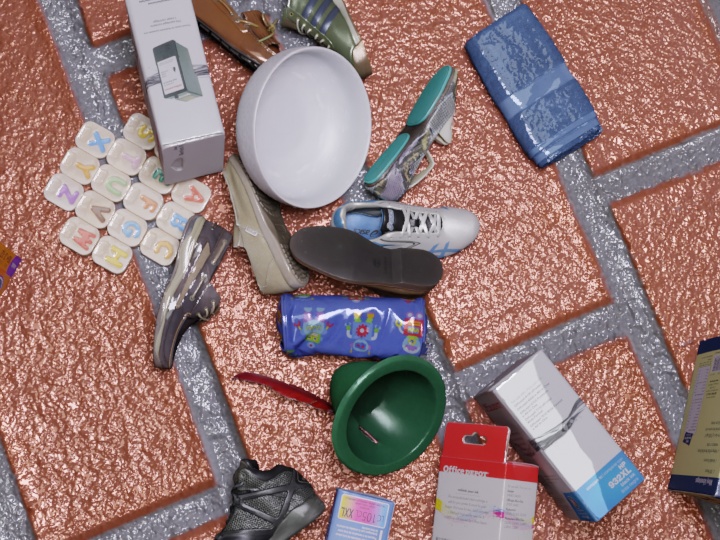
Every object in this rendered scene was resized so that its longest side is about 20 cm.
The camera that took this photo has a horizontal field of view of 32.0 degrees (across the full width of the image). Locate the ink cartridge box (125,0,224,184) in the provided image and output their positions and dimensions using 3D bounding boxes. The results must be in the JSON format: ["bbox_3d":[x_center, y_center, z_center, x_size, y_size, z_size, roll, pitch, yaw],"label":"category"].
[{"bbox_3d":[-0.232,-0.230,1.585,0.083,0.146,0.203,-13,78,-10],"label":"ink cartridge box"}]

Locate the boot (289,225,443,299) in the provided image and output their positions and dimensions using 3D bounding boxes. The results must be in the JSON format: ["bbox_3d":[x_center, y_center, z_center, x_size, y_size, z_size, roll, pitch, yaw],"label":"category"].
[{"bbox_3d":[0.000,0.000,1.594,0.197,0.076,0.074,14,61,-12],"label":"boot"}]

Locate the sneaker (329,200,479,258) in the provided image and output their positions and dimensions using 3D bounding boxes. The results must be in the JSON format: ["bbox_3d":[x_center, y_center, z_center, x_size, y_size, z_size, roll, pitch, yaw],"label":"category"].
[{"bbox_3d":[0.059,-0.055,1.622,0.197,0.073,0.073,0,80,-5],"label":"sneaker"}]

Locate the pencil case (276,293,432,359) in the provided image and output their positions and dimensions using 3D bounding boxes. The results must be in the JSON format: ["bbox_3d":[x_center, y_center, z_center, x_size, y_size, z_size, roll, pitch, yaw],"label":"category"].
[{"bbox_3d":[-0.009,0.074,1.596,0.197,0.078,0.088,3,99,-3],"label":"pencil case"}]

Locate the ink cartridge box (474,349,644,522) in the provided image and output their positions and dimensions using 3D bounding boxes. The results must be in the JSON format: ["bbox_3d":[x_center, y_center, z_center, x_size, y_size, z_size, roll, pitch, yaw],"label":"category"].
[{"bbox_3d":[0.242,0.206,1.555,0.083,0.145,0.201,-38,85,-8],"label":"ink cartridge box"}]

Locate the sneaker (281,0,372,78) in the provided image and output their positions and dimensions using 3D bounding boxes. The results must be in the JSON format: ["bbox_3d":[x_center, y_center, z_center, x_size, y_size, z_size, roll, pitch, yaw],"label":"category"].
[{"bbox_3d":[-0.060,-0.332,1.662,0.089,0.067,0.202,-23,81,-2],"label":"sneaker"}]

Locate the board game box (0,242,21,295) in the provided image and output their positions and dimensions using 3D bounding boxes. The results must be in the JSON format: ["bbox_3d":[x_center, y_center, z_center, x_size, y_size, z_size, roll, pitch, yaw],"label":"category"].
[{"bbox_3d":[-0.562,0.008,1.511,0.198,0.200,0.202,29,81,1],"label":"board game box"}]

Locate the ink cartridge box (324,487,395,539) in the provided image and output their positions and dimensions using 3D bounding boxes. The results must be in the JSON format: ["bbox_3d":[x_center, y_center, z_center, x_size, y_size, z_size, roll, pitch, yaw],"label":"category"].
[{"bbox_3d":[-0.015,0.370,1.520,0.075,0.137,0.203,11,81,0],"label":"ink cartridge box"}]

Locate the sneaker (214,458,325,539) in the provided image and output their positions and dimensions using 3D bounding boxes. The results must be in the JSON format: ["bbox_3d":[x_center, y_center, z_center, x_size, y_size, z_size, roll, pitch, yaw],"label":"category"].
[{"bbox_3d":[-0.151,0.310,1.555,0.198,0.076,0.115,-36,83,-11],"label":"sneaker"}]

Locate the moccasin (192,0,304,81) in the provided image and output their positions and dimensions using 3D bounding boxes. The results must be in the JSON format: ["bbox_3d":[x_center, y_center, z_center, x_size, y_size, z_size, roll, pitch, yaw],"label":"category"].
[{"bbox_3d":[-0.149,-0.317,1.653,0.201,0.074,0.078,39,89,12],"label":"moccasin"}]

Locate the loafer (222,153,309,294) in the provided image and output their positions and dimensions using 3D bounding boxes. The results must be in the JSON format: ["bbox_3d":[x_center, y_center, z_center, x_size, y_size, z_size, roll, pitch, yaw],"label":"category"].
[{"bbox_3d":[-0.135,-0.056,1.603,0.068,0.075,0.202,-31,70,18],"label":"loafer"}]

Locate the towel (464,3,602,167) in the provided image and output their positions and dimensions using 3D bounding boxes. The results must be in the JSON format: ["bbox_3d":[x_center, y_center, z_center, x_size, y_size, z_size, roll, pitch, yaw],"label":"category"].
[{"bbox_3d":[0.229,-0.244,1.671,0.111,0.049,0.202,-30,85,-7],"label":"towel"}]

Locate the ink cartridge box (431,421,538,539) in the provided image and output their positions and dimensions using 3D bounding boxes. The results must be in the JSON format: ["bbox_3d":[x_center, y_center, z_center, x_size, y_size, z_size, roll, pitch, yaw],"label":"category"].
[{"bbox_3d":[0.153,0.294,1.546,0.067,0.115,0.203,14,79,-40],"label":"ink cartridge box"}]

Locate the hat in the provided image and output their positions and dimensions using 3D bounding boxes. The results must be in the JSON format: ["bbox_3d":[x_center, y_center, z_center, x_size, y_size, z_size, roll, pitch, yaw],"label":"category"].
[{"bbox_3d":[-0.014,0.145,1.610,0.199,0.176,0.167,32,92,-41],"label":"hat"}]

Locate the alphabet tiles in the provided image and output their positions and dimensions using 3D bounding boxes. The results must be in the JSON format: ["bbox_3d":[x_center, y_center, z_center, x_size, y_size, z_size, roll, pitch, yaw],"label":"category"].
[{"bbox_3d":[-0.304,-0.101,1.636,0.194,0.015,0.202,30,81,1],"label":"alphabet tiles"}]

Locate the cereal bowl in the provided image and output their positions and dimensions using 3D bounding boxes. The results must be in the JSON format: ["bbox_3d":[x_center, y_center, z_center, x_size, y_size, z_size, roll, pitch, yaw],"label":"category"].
[{"bbox_3d":[-0.082,-0.184,1.599,0.198,0.083,0.203,-11,106,-40],"label":"cereal bowl"}]

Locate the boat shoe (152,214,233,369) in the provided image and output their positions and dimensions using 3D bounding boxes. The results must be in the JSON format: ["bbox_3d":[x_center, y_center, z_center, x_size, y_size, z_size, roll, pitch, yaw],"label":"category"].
[{"bbox_3d":[-0.212,0.032,1.592,0.072,0.074,0.203,16,85,-5],"label":"boat shoe"}]

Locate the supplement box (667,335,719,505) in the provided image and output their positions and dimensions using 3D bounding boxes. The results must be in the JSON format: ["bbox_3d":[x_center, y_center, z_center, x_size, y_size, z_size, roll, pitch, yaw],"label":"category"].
[{"bbox_3d":[0.487,0.193,1.544,0.132,0.200,0.203,15,82,0],"label":"supplement box"}]

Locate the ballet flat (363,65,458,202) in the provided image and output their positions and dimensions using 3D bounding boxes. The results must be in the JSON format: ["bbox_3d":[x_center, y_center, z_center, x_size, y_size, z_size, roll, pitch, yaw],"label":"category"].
[{"bbox_3d":[0.081,-0.173,1.651,0.072,0.072,0.201,34,81,2],"label":"ballet flat"}]
